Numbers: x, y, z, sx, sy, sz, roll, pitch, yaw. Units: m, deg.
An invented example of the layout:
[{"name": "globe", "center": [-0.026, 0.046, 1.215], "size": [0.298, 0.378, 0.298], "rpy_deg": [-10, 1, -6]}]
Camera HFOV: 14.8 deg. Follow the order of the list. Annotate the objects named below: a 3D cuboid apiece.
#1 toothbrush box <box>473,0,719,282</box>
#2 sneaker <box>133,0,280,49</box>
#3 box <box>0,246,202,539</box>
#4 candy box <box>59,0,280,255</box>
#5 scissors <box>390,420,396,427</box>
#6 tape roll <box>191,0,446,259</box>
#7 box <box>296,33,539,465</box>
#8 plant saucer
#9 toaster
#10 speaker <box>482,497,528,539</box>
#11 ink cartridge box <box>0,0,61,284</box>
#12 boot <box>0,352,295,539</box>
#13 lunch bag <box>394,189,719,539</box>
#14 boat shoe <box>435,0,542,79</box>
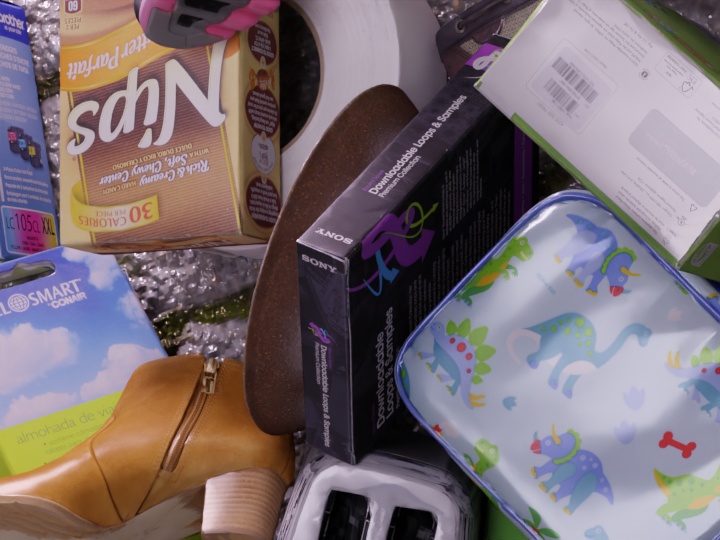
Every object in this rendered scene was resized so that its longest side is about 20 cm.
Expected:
[{"name": "toothbrush box", "center": [0.168, -0.067, 1.412], "size": [0.146, 0.200, 0.086], "rpy_deg": [44, 105, 21]}, {"name": "sneaker", "center": [-0.064, -0.213, 1.485], "size": [0.200, 0.079, 0.095], "rpy_deg": [-56, 44, 10]}, {"name": "box", "center": [-0.161, 0.083, 1.589], "size": [0.200, 0.122, 0.048], "rpy_deg": [60, 152, 26]}, {"name": "candy box", "center": [-0.107, -0.112, 1.547], "size": [0.115, 0.055, 0.200], "rpy_deg": [-3, 83, 23]}, {"name": "scissors", "center": [0.006, 0.087, 1.576], "size": [0.073, 0.014, 0.200], "rpy_deg": [5, 89, 27]}, {"name": "tape roll", "center": [-0.054, -0.106, 1.591], "size": [0.202, 0.071, 0.203], "rpy_deg": [-2, 84, 24]}, {"name": "box", "center": [0.033, -0.013, 1.446], "size": [0.036, 0.200, 0.143], "rpy_deg": [20, 135, 24]}, {"name": "plant saucer", "center": [0.000, 0.000, 1.486], "size": [0.037, 0.200, 0.201], "rpy_deg": [20, 94, 18]}, {"name": "toaster", "center": [0.007, 0.163, 1.492], "size": [0.113, 0.129, 0.200], "rpy_deg": [15, 93, 2]}, {"name": "speaker", "center": [0.104, 0.162, 1.485], "size": [0.088, 0.088, 0.200], "rpy_deg": [6, 88, 25]}, {"name": "ink cartridge box", "center": [-0.268, -0.086, 1.686], "size": [0.136, 0.076, 0.200], "rpy_deg": [-13, 81, 23]}, {"name": "boot", "center": [-0.136, 0.106, 1.521], "size": [0.201, 0.144, 0.071], "rpy_deg": [1, 129, 1]}, {"name": "lunch bag", "center": [0.132, 0.067, 1.397], "size": [0.161, 0.082, 0.200], "rpy_deg": [-47, 69, 6]}, {"name": "boat shoe", "center": [0.121, -0.164, 1.515], "size": [0.200, 0.072, 0.065], "rpy_deg": [-40, 75, 23]}]
